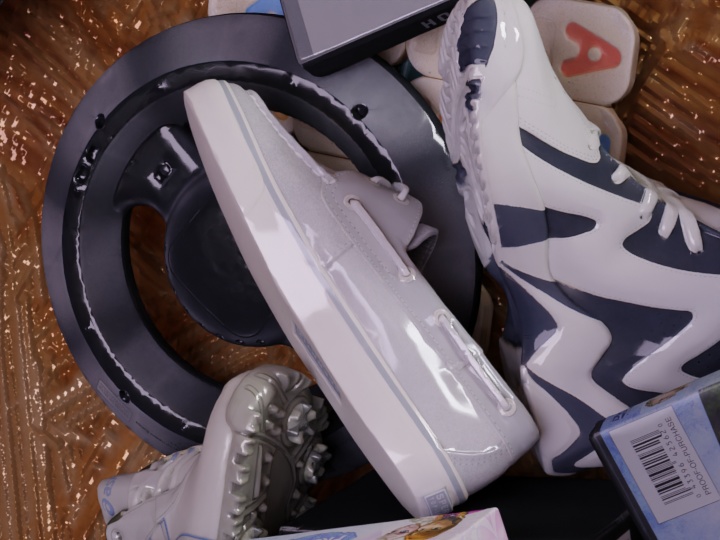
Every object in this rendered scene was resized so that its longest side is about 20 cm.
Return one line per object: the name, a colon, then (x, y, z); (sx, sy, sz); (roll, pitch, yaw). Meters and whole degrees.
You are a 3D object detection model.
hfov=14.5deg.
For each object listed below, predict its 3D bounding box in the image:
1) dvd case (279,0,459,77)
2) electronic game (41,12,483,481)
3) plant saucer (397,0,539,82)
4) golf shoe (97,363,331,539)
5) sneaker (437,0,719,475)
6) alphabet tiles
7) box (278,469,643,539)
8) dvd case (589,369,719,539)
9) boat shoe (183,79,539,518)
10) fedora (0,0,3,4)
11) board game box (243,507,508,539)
dvd case: (0.048, -0.181, 1.127); (0.200, 0.025, 0.150); (-22, 68, 17)
electronic game: (-0.044, -0.008, 1.180); (0.200, 0.042, 0.200); (4, 100, 22)
plant saucer: (0.054, -0.124, 1.169); (0.070, 0.019, 0.200); (17, 102, 24)
golf shoe: (-0.071, 0.104, 1.165); (0.097, 0.078, 0.200); (28, 137, 16)
sneaker: (0.109, -0.026, 1.095); (0.129, 0.079, 0.199); (-16, 104, -6)
alphabet tiles: (0.017, -0.063, 1.171); (0.195, 0.015, 0.200); (13, 104, 25)
box: (0.058, 0.186, 1.124); (0.141, 0.079, 0.200); (-1, 106, 31)
dvd case: (0.199, 0.081, 1.000); (0.200, 0.018, 0.143); (-25, 100, 25)
boat shoe: (0.000, 0.000, 1.105); (0.068, 0.072, 0.200); (-29, 66, -10)
fedora: (-0.212, -0.175, 1.251); (0.200, 0.092, 0.201); (2, 94, 26)
board game box: (-0.008, 0.198, 1.076); (0.200, 0.041, 0.200); (-10, 102, 36)
